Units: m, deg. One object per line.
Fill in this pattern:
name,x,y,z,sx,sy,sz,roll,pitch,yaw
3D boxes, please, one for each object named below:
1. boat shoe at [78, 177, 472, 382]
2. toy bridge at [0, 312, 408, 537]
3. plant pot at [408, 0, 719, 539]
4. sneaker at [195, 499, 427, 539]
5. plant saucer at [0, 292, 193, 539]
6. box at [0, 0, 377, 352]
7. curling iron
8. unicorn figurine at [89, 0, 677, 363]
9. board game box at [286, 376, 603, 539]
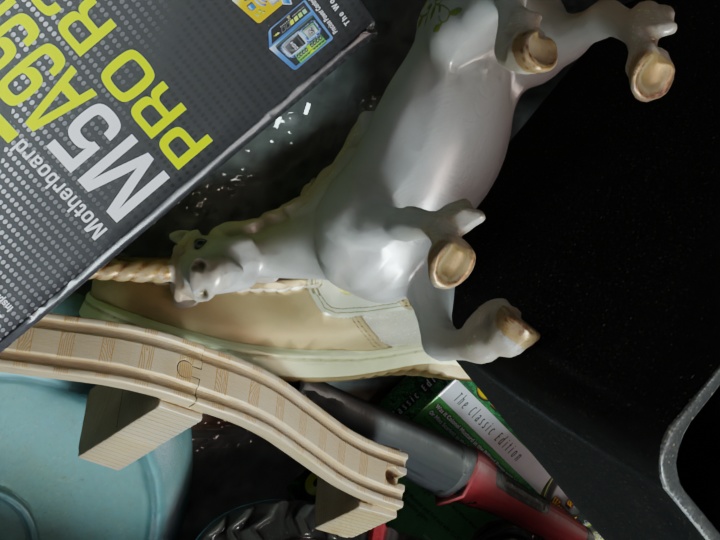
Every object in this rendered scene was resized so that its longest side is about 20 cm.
boat shoe,0.000,0.000,0.778,0.199,0.074,0.067,2,102,-27
toy bridge,-0.069,0.042,0.722,0.199,0.027,0.067,21,151,-26
plant pot,0.135,0.016,0.711,0.200,0.177,0.200,-51,128,-14
sneaker,0.028,0.134,0.839,0.199,0.096,0.080,22,78,-6
plant saucer,-0.146,0.095,0.780,0.199,0.027,0.201,-16,128,-22
box,-0.108,-0.086,0.601,0.160,0.044,0.200,-40,133,-2
curling iron,0.031,0.084,0.834,0.050,0.026,0.200,-43,140,7
unicorn figurine,0.014,-0.031,0.670,0.200,0.137,0.074,-47,118,-6
board game box,0.064,0.105,0.913,0.105,0.023,0.200,-41,133,3
